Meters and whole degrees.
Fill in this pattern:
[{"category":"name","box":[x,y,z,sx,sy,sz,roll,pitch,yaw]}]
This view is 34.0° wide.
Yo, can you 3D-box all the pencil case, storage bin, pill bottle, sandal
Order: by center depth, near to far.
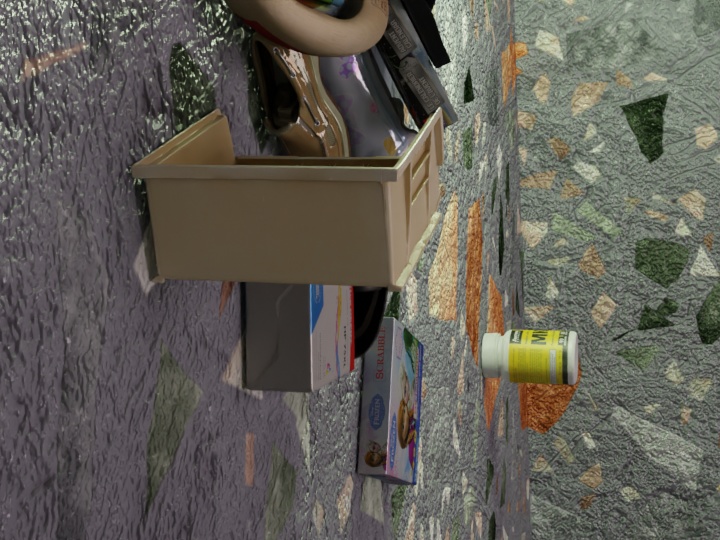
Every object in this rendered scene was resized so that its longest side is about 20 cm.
[{"category":"storage bin","box":[-0.044,-0.065,0.924,0.199,0.197,0.095,-57,146,-64]},{"category":"sandal","box":[0.053,-0.284,1.130,0.201,0.048,0.076,57,8,-48]},{"category":"pencil case","box":[-0.019,-0.199,1.175,0.084,0.090,0.202,-65,140,-49]},{"category":"pill bottle","box":[0.363,0.184,2.515,0.114,0.197,0.116,0,90,-76]}]

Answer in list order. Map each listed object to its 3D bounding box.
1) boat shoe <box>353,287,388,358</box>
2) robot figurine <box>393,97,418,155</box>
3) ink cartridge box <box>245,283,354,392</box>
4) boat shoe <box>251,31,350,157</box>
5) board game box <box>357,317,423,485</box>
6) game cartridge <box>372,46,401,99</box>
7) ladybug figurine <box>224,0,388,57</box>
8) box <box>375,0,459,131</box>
[{"category":"boat shoe","box":[0.003,0.000,1.250,0.063,0.073,0.204,-120,-144,-54]},{"category":"robot figurine","box":[0.014,-0.092,1.322,0.169,0.111,0.203,-14,104,-63]},{"category":"ink cartridge box","box":[-0.051,0.048,1.159,0.200,0.066,0.118,-14,104,-76]},{"category":"boat shoe","box":[-0.067,-0.151,1.129,0.076,0.071,0.202,-57,138,-41]},{"category":"board game box","box":[0.044,0.180,1.581,0.199,0.041,0.203,42,49,-71]},{"category":"game cartridge","box":[0.030,-0.233,1.511,0.134,0.041,0.202,67,22,-50]},{"category":"ladybug figurine","box":[-0.055,-0.250,1.028,0.199,0.071,0.138,16,67,-44]},{"category":"box","box":[0.051,-0.210,1.228,0.138,0.040,0.200,62,4,-6]}]
